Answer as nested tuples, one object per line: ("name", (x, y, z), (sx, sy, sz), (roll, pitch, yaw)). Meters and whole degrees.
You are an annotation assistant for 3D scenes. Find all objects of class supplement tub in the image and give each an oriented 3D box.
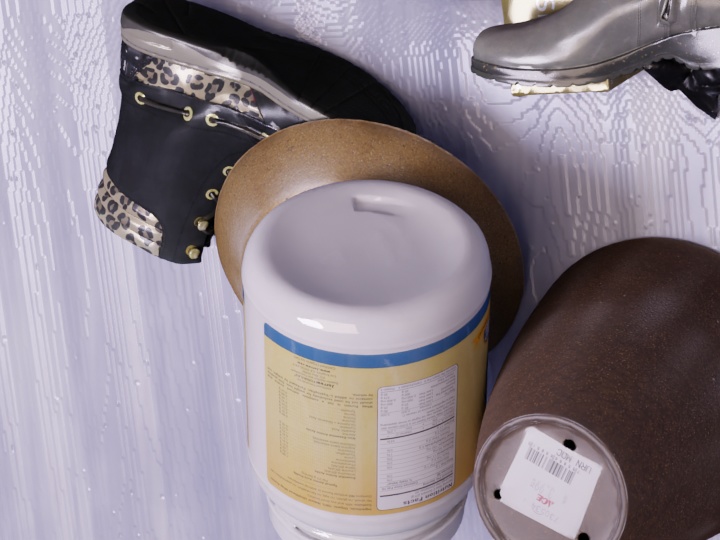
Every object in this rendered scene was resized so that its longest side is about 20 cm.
("supplement tub", (0.004, 0.064, 1.618), (0.144, 0.145, 0.201), (17, 131, 21))

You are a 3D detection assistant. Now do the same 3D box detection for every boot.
("boot", (-0.072, -0.070, 1.729), (0.203, 0.073, 0.154), (25, 121, 13))
("boot", (0.148, -0.175, 1.511), (0.199, 0.068, 0.132), (-5, 103, 24))

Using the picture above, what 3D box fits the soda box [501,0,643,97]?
("soda box", (0.116, -0.205, 1.594), (0.064, 0.068, 0.201), (-2, 104, 26))

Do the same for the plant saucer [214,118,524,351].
("plant saucer", (0.000, 0.000, 1.688), (0.199, 0.036, 0.201), (10, 129, 12))

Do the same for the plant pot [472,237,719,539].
("plant pot", (0.145, 0.096, 1.593), (0.186, 0.200, 0.188), (7, 108, 24))

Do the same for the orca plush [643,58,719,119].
("orca plush", (0.238, -0.159, 1.546), (0.199, 0.071, 0.106), (-29, 91, 30))
